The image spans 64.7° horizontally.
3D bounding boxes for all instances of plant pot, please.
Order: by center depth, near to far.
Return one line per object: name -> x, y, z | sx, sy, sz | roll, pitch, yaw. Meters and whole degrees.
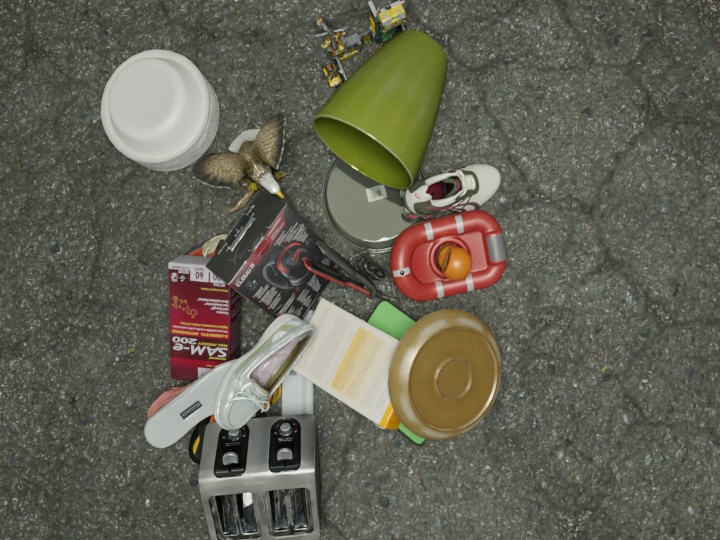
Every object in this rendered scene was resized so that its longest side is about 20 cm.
plant pot -> 0.135, 0.161, 0.856 | 0.196, 0.027, 0.205 | -2, 96, -20
plant pot -> 0.051, -0.267, 0.899 | 0.185, 0.187, 0.202 | 30, 83, 6

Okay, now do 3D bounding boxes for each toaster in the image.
toaster -> -0.152, 0.338, 0.895 | 0.176, 0.119, 0.204 | -3, 119, -3

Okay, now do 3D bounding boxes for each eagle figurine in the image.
eagle figurine -> -0.176, -0.177, 0.927 | 0.148, 0.200, 0.155 | 16, 83, 7

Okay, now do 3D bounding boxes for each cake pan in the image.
cake pan -> 0.026, -0.134, 0.995 | 0.195, 0.037, 0.205 | 0, 85, 3

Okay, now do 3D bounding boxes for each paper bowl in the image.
paper bowl -> -0.357, -0.286, 1.000 | 0.196, 0.104, 0.206 | 0, 86, 3

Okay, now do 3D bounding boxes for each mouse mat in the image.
mouse mat -> 0.066, 0.162, 0.929 | 0.199, 0.008, 0.162 | 34, 90, 28

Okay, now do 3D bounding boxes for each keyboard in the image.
keyboard -> -0.110, 0.172, 0.993 | 0.055, 0.011, 0.205 | -1, 85, 9

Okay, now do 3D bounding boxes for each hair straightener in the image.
hair straightener -> 0.000, 0.000, 0.931 | 0.198, 0.041, 0.077 | 30, 109, -36

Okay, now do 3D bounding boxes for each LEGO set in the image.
LEGO set -> 0.026, -0.381, 0.975 | 0.196, 0.116, 0.157 | -17, 84, 2

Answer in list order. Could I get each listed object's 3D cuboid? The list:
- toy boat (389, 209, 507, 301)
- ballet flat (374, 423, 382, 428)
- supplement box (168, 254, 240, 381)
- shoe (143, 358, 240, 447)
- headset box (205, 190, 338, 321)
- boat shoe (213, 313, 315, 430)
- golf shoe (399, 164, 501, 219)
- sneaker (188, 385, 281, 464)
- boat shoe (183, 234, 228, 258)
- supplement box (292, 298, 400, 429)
toy boat -> 0.145, -0.017, 0.922 | 0.196, 0.131, 0.133 | -13, 100, 2
ballet flat -> 0.098, 0.184, 0.950 | 0.069, 0.069, 0.201 | 38, 91, 6
supplement box -> -0.261, 0.082, 0.955 | 0.106, 0.061, 0.205 | 4, 104, 4
shoe -> -0.257, 0.200, 0.920 | 0.198, 0.091, 0.072 | -33, 107, -14
headset box -> -0.137, -0.016, 0.905 | 0.074, 0.200, 0.150 | 28, 80, 39
boat shoe -> -0.146, 0.158, 0.874 | 0.203, 0.064, 0.075 | -51, 128, -19
golf shoe -> 0.163, -0.133, 0.945 | 0.197, 0.088, 0.079 | -19, 91, -20
sneaker -> -0.221, 0.249, 0.952 | 0.200, 0.090, 0.070 | -42, 84, -1
boat shoe -> -0.238, -0.027, 0.991 | 0.196, 0.063, 0.073 | -18, 86, 3
supplement box -> -0.003, 0.149, 0.917 | 0.198, 0.073, 0.128 | 27, 86, 25
